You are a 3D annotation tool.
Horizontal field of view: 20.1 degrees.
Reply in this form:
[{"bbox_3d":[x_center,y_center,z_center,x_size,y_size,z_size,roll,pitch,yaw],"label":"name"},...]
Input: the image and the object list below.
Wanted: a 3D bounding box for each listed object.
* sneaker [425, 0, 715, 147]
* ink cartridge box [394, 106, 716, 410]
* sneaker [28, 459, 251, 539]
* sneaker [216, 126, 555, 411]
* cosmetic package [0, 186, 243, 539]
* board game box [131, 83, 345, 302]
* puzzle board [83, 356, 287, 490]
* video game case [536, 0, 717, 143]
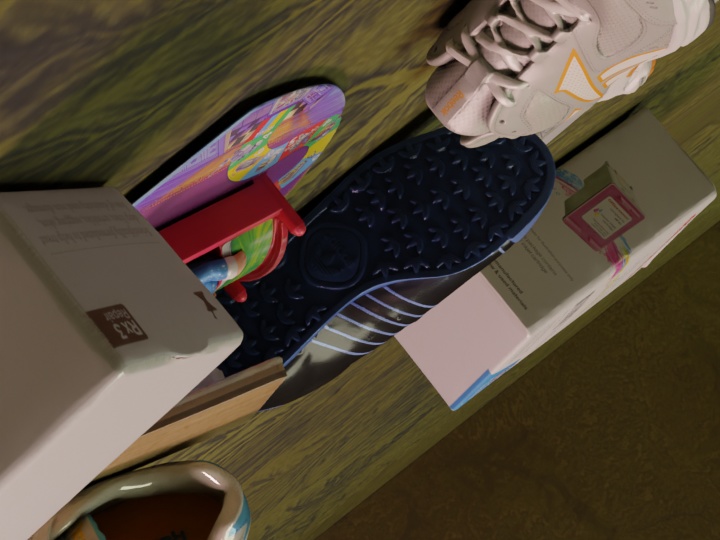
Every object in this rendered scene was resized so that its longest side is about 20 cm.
[{"bbox_3d":[0.069,-0.087,0.763,0.092,0.076,0.200,-34,170,-6],"label":"sneaker"},{"bbox_3d":[0.133,-0.008,1.413,0.200,0.085,0.145,-33,170,-30],"label":"ink cartridge box"},{"bbox_3d":[-0.139,0.136,0.867,0.200,0.077,0.081,-27,167,-22],"label":"sneaker"},{"bbox_3d":[0.000,0.000,0.941,0.200,0.070,0.078,-31,170,-2],"label":"sneaker"},{"bbox_3d":[-0.142,0.063,0.634,0.200,0.074,0.102,-43,171,14],"label":"cosmetic package"},{"bbox_3d":[-0.072,0.011,0.761,0.200,0.039,0.158,-39,172,-3],"label":"board game box"},{"bbox_3d":[-0.131,0.084,0.822,0.200,0.017,0.151,-22,173,-13],"label":"puzzle board"},{"bbox_3d":[0.138,-0.129,1.005,0.182,0.023,0.200,-40,172,3],"label":"video game case"}]
